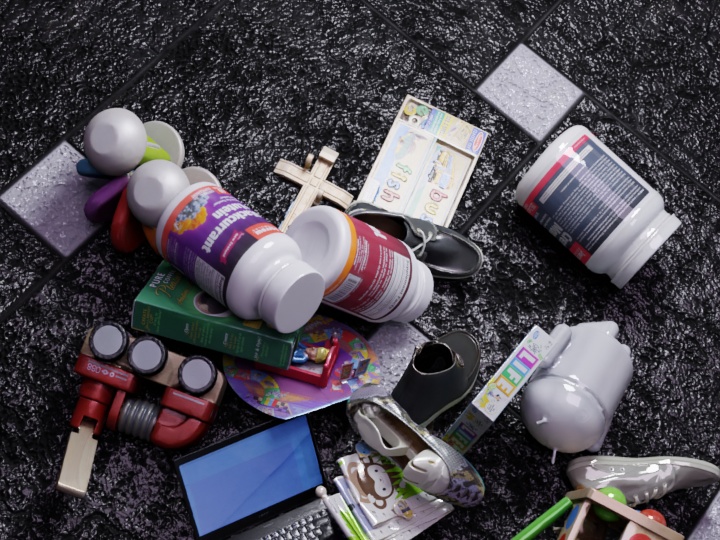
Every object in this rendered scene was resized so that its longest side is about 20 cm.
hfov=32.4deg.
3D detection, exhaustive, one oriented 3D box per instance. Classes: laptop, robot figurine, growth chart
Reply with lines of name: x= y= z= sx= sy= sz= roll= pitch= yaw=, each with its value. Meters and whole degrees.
laptop: x=-0.099 y=0.294 z=1.451 sx=0.176 sy=0.104 sz=0.201 roll=-20 pitch=54 yaw=-20
robot figurine: x=0.277 y=0.152 z=1.590 sx=0.170 sy=0.112 sz=0.200 roll=56 pitch=50 yaw=-21
growth chart: x=0.038 y=0.260 z=1.481 sx=0.199 sy=0.018 sz=0.145 roll=-30 pitch=71 yaw=-40

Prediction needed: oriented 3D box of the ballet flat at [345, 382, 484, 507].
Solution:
ballet flat: x=0.056 y=0.215 z=1.463 sx=0.200 sy=0.072 sz=0.072 roll=41 pitch=63 yaw=17

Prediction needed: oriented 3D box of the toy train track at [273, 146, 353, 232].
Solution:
toy train track: x=-0.079 y=-0.090 z=1.675 sx=0.114 sy=0.033 sz=0.201 roll=26 pitch=64 yaw=0

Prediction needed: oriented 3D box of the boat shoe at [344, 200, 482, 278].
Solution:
boat shoe: x=0.069 y=-0.036 z=1.655 sx=0.198 sy=0.068 sz=0.072 roll=21 pitch=94 yaw=-2

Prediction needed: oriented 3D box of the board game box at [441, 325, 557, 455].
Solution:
board game box: x=0.160 y=0.159 z=1.520 sx=0.034 sy=0.200 sz=0.135 roll=39 pitch=64 yaw=8

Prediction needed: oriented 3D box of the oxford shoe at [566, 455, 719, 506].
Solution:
oxford shoe: x=0.362 y=0.272 z=1.585 sx=0.198 sy=0.075 sz=0.058 roll=0 pitch=59 yaw=-5

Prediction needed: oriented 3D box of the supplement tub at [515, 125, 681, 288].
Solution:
supplement tub: x=0.325 y=-0.087 z=1.705 sx=0.200 sy=0.141 sz=0.140 roll=44 pitch=64 yaw=9

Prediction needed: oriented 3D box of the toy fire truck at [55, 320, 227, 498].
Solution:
toy fire truck: x=-0.271 y=0.179 z=1.473 sx=0.175 sy=0.129 sz=0.202 roll=20 pitch=81 yaw=2

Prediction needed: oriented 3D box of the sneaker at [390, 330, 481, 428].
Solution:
sneaker: x=0.111 y=0.115 z=1.557 sx=0.074 sy=0.107 sz=0.200 roll=33 pitch=41 yaw=12

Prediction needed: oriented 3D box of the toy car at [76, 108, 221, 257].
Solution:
toy car: x=-0.283 y=-0.103 z=1.583 sx=0.150 sy=0.175 sz=0.200 roll=-44 pitch=79 yaw=11

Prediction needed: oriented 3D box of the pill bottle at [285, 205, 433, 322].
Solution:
pill bottle: x=0.000 y=0.000 z=1.564 sx=0.199 sy=0.112 sz=0.114 roll=24 pitch=53 yaw=-47

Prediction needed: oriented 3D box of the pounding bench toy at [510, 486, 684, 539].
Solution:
pounding bench toy: x=0.259 y=0.329 z=1.488 sx=0.199 sy=0.124 sz=0.157 roll=27 pitch=76 yaw=1

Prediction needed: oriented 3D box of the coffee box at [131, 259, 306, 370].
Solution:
coffee box: x=-0.167 y=0.050 z=1.513 sx=0.198 sy=0.044 sz=0.123 roll=14 pitch=29 yaw=3

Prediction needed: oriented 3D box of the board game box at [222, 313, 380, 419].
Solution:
board game box: x=-0.072 y=0.101 z=1.540 sx=0.199 sy=0.039 sz=0.158 roll=-15 pitch=44 yaw=-29

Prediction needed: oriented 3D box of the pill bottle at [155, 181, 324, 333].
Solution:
pill bottle: x=-0.140 y=-0.012 z=1.467 sx=0.199 sy=0.112 sz=0.111 roll=34 pitch=61 yaw=29

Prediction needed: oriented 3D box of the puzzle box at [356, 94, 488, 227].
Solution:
puzzle box: x=0.087 y=-0.140 z=1.740 sx=0.132 sy=0.025 sz=0.201 roll=25 pitch=63 yaw=-1

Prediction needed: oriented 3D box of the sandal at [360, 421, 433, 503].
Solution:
sandal: x=0.039 y=0.245 z=1.541 sx=0.081 sy=0.055 sz=0.201 roll=23 pitch=48 yaw=-8
